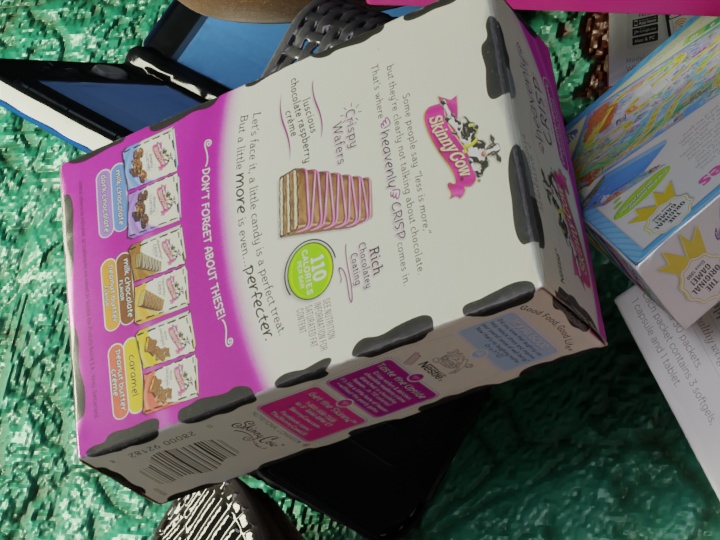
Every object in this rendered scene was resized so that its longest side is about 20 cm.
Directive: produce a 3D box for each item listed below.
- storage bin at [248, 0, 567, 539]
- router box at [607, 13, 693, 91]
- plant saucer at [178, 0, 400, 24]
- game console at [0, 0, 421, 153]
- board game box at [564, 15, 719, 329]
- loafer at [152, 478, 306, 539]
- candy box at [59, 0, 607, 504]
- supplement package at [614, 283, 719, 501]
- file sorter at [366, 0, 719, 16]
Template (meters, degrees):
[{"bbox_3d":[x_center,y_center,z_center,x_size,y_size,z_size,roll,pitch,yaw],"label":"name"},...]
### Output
[{"bbox_3d":[0.000,0.000,0.971,0.094,0.135,0.201,22,80,39],"label":"storage bin"},{"bbox_3d":[0.206,-0.144,0.966,0.199,0.049,0.180,-12,61,28],"label":"router box"},{"bbox_3d":[-0.008,-0.156,1.061,0.199,0.035,0.200,-7,22,3],"label":"plant saucer"},{"bbox_3d":[-0.061,-0.111,1.088,0.200,0.170,0.119,28,110,40],"label":"game console"},{"bbox_3d":[0.166,-0.075,0.851,0.200,0.034,0.134,-40,23,2],"label":"board game box"},{"bbox_3d":[-0.030,0.162,0.955,0.073,0.071,0.200,-51,43,15],"label":"loafer"},{"bbox_3d":[-0.016,-0.008,0.857,0.199,0.061,0.137,-21,58,23],"label":"candy box"},{"bbox_3d":[0.219,0.016,0.835,0.200,0.109,0.114,-35,51,14],"label":"supplement package"},{"bbox_3d":[0.095,-0.194,0.889,0.199,0.126,0.139,7,48,33],"label":"file sorter"}]
